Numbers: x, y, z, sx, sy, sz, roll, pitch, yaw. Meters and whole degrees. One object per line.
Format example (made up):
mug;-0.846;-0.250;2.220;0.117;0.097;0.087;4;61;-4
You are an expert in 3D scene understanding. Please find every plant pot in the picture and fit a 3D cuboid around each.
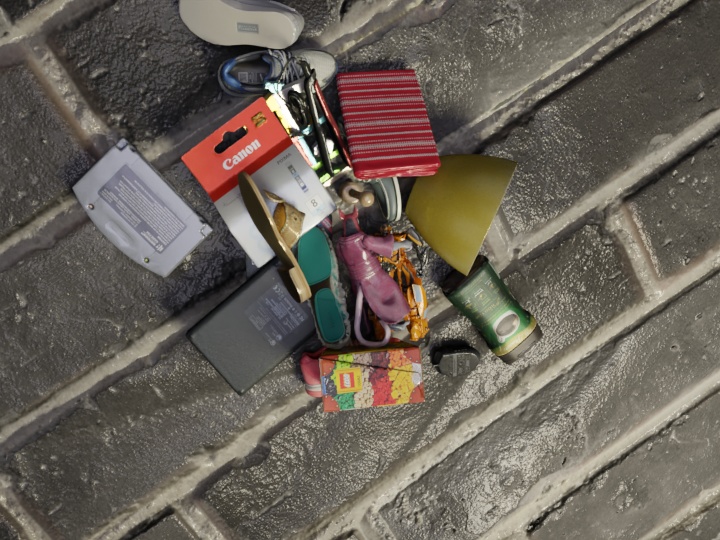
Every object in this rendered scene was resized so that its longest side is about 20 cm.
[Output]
plant pot;0.159;-0.114;0.885;0.140;0.200;0.204;25;96;10

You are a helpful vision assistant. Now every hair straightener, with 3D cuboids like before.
hair straightener;-0.077;-0.230;0.812;0.076;0.041;0.202;-29;132;-7

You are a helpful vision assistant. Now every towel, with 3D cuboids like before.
towel;0.042;-0.239;0.845;0.141;0.023;0.204;-6;68;-10

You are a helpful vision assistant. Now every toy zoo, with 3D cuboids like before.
toy zoo;-0.104;-0.216;0.849;0.130;0.021;0.201;-35;127;-3

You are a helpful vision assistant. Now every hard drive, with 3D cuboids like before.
hard drive;-0.167;0.092;0.863;0.199;0.033;0.140;-39;104;-1

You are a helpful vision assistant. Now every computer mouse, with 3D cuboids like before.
computer mouse;0.133;0.176;1.004;0.195;0.034;0.060;-5;118;-4

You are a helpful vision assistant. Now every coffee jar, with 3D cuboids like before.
coffee jar;0.247;0.076;0.973;0.104;0.085;0.201;-40;104;4

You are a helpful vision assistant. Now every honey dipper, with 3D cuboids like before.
honey dipper;-0.004;-0.119;0.832;0.037;0.200;0.039;-2;102;-10

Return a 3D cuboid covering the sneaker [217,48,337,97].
sneaker;-0.129;-0.313;0.832;0.195;0.085;0.079;-12;103;-9

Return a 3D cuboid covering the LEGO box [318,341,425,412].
LEGO box;0.013;0.160;0.822;0.145;0.200;0.079;-6;85;-2

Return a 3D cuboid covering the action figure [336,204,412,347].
action figure;0.000;0.000;0.818;0.149;0.132;0.203;-39;111;-47

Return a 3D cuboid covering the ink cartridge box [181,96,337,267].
ink cartridge box;-0.152;-0.132;0.805;0.159;0.047;0.202;-35;113;-1

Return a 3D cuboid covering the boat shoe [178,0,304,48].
boat shoe;-0.182;-0.395;0.813;0.195;0.069;0.073;9;128;13

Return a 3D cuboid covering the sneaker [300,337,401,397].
sneaker;-0.018;0.154;0.946;0.196;0.074;0.088;-22;102;-5

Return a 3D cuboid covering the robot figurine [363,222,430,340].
robot figurine;0.057;0.019;0.913;0.142;0.058;0.205;-3;108;27

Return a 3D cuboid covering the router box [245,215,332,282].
router box;-0.123;-0.001;0.903;0.146;0.062;0.205;-2;101;-9

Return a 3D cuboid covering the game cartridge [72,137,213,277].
game cartridge;-0.358;-0.094;0.857;0.133;0.041;0.200;-43;105;-4

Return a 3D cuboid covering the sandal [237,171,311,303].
sandal;-0.109;-0.060;0.786;0.069;0.077;0.215;-31;112;-24

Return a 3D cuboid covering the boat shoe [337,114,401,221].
boat shoe;0.015;-0.176;0.888;0.061;0.073;0.204;-19;96;-17

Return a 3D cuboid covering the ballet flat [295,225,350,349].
ballet flat;-0.059;0.032;0.845;0.070;0.072;0.204;-10;72;-8
